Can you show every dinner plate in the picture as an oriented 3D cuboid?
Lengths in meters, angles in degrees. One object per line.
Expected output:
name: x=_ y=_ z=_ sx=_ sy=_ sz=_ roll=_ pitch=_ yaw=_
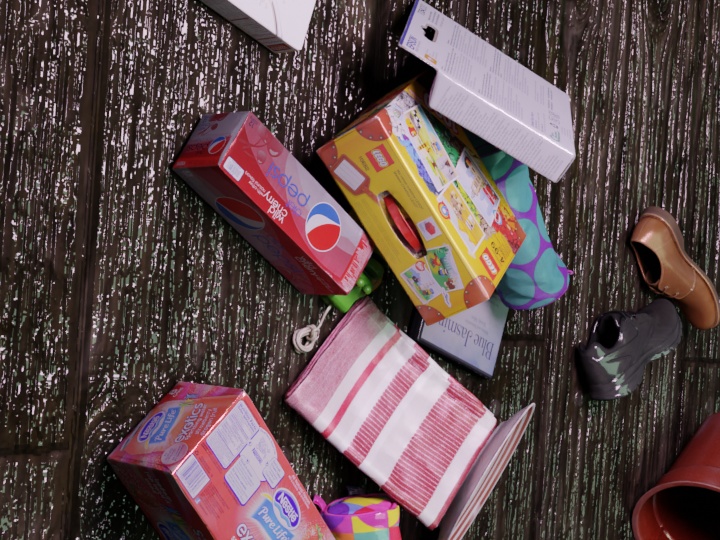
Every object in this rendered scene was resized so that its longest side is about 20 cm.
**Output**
dinner plate: x=0.128 y=0.224 z=1.301 sx=0.200 sy=0.024 sz=0.200 roll=-54 pitch=166 yaw=-20

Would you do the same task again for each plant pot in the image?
plant pot: x=0.496 y=0.305 z=1.647 sx=0.195 sy=0.200 sz=0.202 roll=-45 pitch=123 yaw=-45

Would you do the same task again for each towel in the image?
towel: x=0.035 y=0.139 z=1.207 sx=0.200 sy=0.023 sz=0.144 roll=43 pitch=59 yaw=-10

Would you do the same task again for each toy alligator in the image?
toy alligator: x=0.000 y=0.000 z=1.199 sx=0.059 sy=0.054 sz=0.201 roll=48 pitch=59 yaw=-36

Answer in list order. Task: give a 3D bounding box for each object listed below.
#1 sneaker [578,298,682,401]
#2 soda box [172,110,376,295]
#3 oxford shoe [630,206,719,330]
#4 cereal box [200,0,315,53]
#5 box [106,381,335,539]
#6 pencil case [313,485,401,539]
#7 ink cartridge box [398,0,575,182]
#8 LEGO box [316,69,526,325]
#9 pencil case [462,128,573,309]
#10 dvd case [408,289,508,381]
sneaker: x=0.345 y=0.082 z=1.556 sx=0.200 sy=0.076 sz=0.091 roll=-40 pitch=110 yaw=-42
soda box: x=-0.075 y=-0.057 z=1.107 sx=0.200 sy=0.070 sz=0.064 roll=46 pitch=60 yaw=-37
oxford shoe: x=0.415 y=0.013 z=1.631 sx=0.071 sy=0.071 sz=0.200 roll=-49 pitch=114 yaw=-27
cereal box: x=-0.110 y=-0.303 z=1.082 sx=0.200 sy=0.039 sz=0.145 roll=28 pitch=72 yaw=-43
box: x=-0.115 y=0.204 z=1.059 sx=0.103 sy=0.094 sz=0.201 roll=-49 pitch=124 yaw=-33
pencil case: x=0.004 y=0.316 z=1.202 sx=0.088 sy=0.088 sz=0.201 roll=-12 pitch=98 yaw=-45
ink cartridge box: x=0.122 y=-0.184 z=1.220 sx=0.199 sy=0.043 sz=0.197 roll=30 pitch=25 yaw=-6
LEGO box: x=0.064 y=-0.073 z=1.182 sx=0.200 sy=0.077 sz=0.149 roll=57 pitch=32 yaw=-11
pencil case: x=0.163 y=-0.060 z=1.320 sx=0.092 sy=0.085 sz=0.201 roll=-33 pitch=115 yaw=-25
dvd case: x=0.124 y=0.006 z=1.356 sx=0.142 sy=0.017 sz=0.201 roll=29 pitch=71 yaw=-44
